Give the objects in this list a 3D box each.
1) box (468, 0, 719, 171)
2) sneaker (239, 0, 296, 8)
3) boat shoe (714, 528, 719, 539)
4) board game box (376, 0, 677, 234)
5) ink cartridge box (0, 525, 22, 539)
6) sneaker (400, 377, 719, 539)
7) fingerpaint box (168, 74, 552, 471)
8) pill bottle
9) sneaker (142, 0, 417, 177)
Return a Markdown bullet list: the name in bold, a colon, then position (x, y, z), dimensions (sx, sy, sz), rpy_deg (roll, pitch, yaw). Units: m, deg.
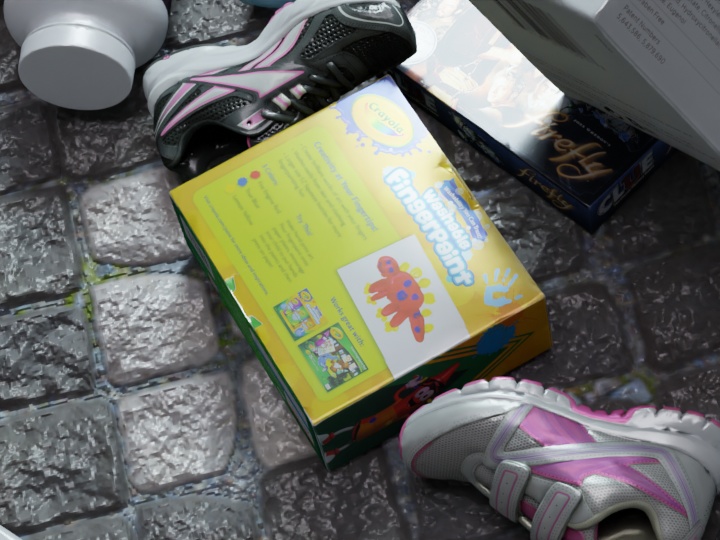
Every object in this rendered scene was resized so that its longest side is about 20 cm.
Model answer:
- **box**: position (0.168, -0.177, 1.572), dimensions (0.131, 0.200, 0.199), rpy_deg (-53, 41, -3)
- **sneaker**: position (-0.066, -0.271, 1.823), dimensions (0.082, 0.074, 0.200), rpy_deg (-7, 57, 1)
- **boat shoe**: position (0.305, 0.168, 1.514), dimensions (0.201, 0.063, 0.074), rpy_deg (10, 64, 16)
- **board game box**: position (0.123, -0.130, 1.733), dimensions (0.200, 0.035, 0.135), rpy_deg (38, 71, 26)
- **ink cartridge box**: position (-0.193, 0.254, 1.520), dimensions (0.200, 0.083, 0.145), rpy_deg (30, 67, 23)
- **sneaker**: position (0.118, 0.124, 1.546), dimensions (0.200, 0.081, 0.088), rpy_deg (6, 59, 13)
- **fingerpaint box**: position (0.000, 0.000, 1.651), dimensions (0.167, 0.073, 0.200), rpy_deg (-29, 60, -8)
- **pill bottle**: position (-0.181, -0.213, 1.782), dimensions (0.112, 0.112, 0.200), rpy_deg (1, 60, 9)
- **sneaker**: position (-0.049, -0.113, 1.710), dimensions (0.200, 0.080, 0.086), rpy_deg (-22, 53, 25)
